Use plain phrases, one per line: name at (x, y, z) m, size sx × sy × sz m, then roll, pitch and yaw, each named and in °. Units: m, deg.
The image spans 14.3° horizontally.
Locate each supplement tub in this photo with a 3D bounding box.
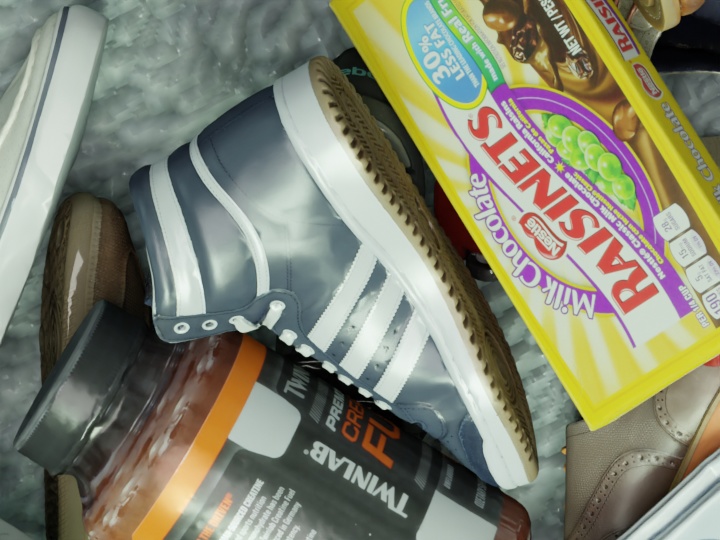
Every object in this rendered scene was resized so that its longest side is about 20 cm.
supplement tub at (-0.038, 0.092, 1.162) m, size 0.200 × 0.107 × 0.107 m, roll 31°, pitch 105°, yaw -9°

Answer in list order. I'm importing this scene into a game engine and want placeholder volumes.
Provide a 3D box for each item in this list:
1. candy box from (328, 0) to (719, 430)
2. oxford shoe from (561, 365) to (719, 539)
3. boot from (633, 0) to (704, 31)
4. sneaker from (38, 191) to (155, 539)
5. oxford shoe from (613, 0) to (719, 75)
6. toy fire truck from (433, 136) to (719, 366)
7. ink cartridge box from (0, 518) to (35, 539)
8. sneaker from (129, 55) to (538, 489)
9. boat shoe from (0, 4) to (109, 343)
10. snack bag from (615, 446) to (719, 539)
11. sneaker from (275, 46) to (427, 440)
candy box at (0.076, -0.047, 1.105) m, size 0.102 × 0.026 × 0.200 m, roll -36°, pitch 83°, yaw 39°
oxford shoe at (0.116, 0.101, 1.240) m, size 0.073 × 0.071 × 0.200 m, roll 36°, pitch 109°, yaw 21°
boot at (0.161, -0.189, 1.109) m, size 0.155 × 0.200 × 0.077 m, roll -6°, pitch 150°, yaw -2°
sneaker at (-0.097, 0.060, 1.240) m, size 0.075 × 0.070 × 0.200 m, roll -3°, pitch 111°, yaw -13°
oxford shoe at (0.097, -0.122, 1.143) m, size 0.200 × 0.074 × 0.071 m, roll 9°, pitch 136°, yaw -9°
toy fire truck at (0.146, -0.023, 1.175) m, size 0.200 × 0.141 × 0.049 m, roll 23°, pitch 131°, yaw 36°
ink cartridge box at (-0.207, 0.161, 1.198) m, size 0.085 × 0.200 × 0.145 m, roll -3°, pitch 110°, yaw -42°
sneaker at (-0.013, 0.020, 1.130) m, size 0.108 × 0.070 × 0.200 m, roll -26°, pitch 115°, yaw 11°
boat shoe at (-0.166, -0.026, 1.212) m, size 0.070 × 0.071 × 0.200 m, roll 21°, pitch 112°, yaw -6°
snack bag at (0.211, 0.120, 1.216) m, size 0.200 × 0.021 × 0.189 m, roll -42°, pitch 124°, yaw 9°
sneaker at (0.000, 0.000, 1.209) m, size 0.075 × 0.079 × 0.200 m, roll 2°, pitch 124°, yaw -2°
